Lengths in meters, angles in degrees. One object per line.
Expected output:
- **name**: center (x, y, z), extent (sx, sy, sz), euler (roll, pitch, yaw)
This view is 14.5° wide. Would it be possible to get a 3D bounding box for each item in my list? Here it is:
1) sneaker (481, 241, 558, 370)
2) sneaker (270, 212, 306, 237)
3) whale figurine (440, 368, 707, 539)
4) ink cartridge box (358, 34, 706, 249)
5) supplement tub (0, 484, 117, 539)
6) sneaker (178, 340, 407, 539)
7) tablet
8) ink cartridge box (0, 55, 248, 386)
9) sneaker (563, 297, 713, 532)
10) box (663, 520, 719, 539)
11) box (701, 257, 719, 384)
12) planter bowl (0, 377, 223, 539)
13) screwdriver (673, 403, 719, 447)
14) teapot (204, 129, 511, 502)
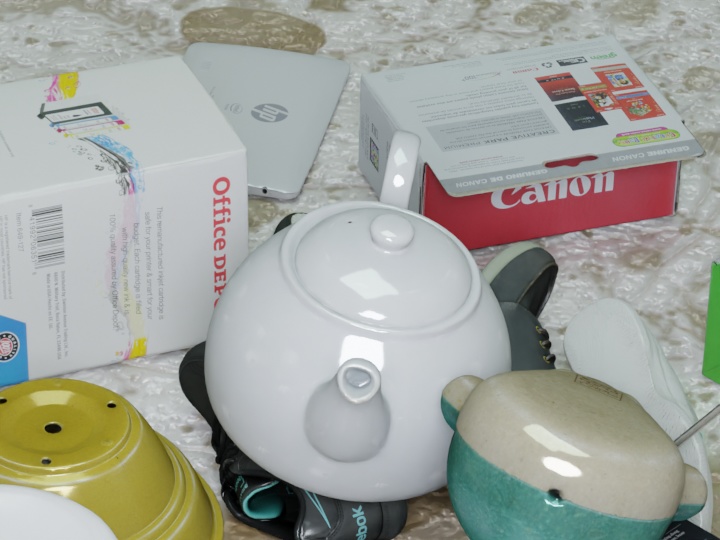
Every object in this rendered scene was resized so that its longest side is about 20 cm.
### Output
- **sneaker**: center (0.106, 0.066, 1.801), extent (0.106, 0.075, 0.200), euler (20, 46, 17)
- **sneaker**: center (0.000, 0.000, 1.872), extent (0.075, 0.088, 0.200), euler (-16, 36, -22)
- **whale figurine**: center (0.113, 0.113, 1.582), extent (0.159, 0.104, 0.200), euler (22, 12, 4)
- **ink cartridge box**: center (0.119, -0.078, 1.998), extent (0.199, 0.084, 0.176), euler (-10, 35, -16)
- **supplement tub**: center (-0.185, 0.224, 1.420), extent (0.144, 0.201, 0.145), euler (1, 33, -1)
- **sneaker**: center (-0.058, 0.105, 1.722), extent (0.079, 0.076, 0.200), euler (-24, 41, -30)
- **tablet**: center (-0.088, -0.115, 2.108), extent (0.130, 0.014, 0.200), euler (8, 34, 8)
- **ink cartridge box**: center (-0.187, -0.034, 1.859), extent (0.199, 0.148, 0.145), euler (-11, 35, -19)
- **sneaker**: center (0.186, 0.112, 1.736), extent (0.075, 0.088, 0.201), euler (-27, 49, 20)
- **box**: center (0.124, 0.212, 1.566), extent (0.200, 0.079, 0.141), euler (-28, 45, -36)
- **box**: center (0.353, 0.037, 1.825), extent (0.176, 0.097, 0.200), euler (-27, 43, -37)
- **planter bowl**: center (-0.181, 0.122, 1.682), extent (0.199, 0.084, 0.201), euler (1, 33, -1)
- **screwdriver**: center (0.182, 0.109, 1.662), extent (0.200, 0.029, 0.028), euler (-37, 23, 16)
- **teapot**: center (0.006, 0.026, 1.664), extent (0.197, 0.146, 0.200), euler (-18, 46, -35)
